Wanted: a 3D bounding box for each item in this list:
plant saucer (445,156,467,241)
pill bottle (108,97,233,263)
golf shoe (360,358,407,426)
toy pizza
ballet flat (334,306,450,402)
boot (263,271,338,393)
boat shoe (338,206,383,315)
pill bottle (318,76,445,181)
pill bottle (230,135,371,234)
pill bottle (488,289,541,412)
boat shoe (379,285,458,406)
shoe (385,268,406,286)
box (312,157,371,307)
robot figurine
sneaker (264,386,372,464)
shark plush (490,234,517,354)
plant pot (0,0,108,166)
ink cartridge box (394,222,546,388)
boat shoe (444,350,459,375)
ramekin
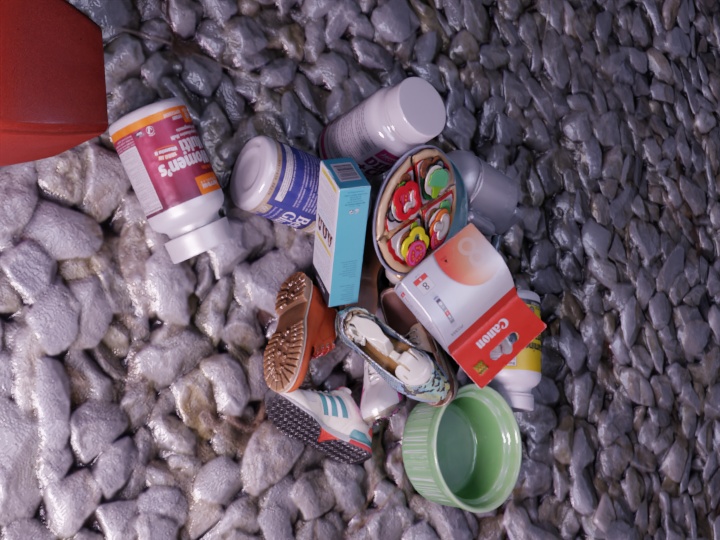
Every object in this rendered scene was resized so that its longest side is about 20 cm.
[{"bbox_3d":[0.099,-0.088,1.445,0.199,0.036,0.202,-13,107,-47],"label":"plant saucer"},{"bbox_3d":[-0.250,-0.119,1.219,0.109,0.109,0.202,-28,98,-39],"label":"pill bottle"},{"bbox_3d":[0.028,0.165,1.377,0.093,0.072,0.200,58,18,-10],"label":"golf shoe"},{"bbox_3d":[0.091,-0.087,1.366,0.199,0.032,0.202,-23,122,-43],"label":"toy pizza"},{"bbox_3d":[0.045,0.121,1.312,0.199,0.074,0.074,33,57,7],"label":"ballet flat"},{"bbox_3d":[-0.076,0.107,1.315,0.107,0.075,0.201,45,38,-32],"label":"boot"},{"bbox_3d":[0.000,0.000,1.426,0.070,0.070,0.202,17,68,-10],"label":"boat shoe"},{"bbox_3d":[0.033,-0.214,1.405,0.112,0.199,0.115,13,67,-34],"label":"pill bottle"},{"bbox_3d":[-0.084,-0.117,1.352,0.199,0.111,0.112,18,70,-35],"label":"pill bottle"},{"bbox_3d":[0.258,0.140,1.575,0.112,0.112,0.202,12,74,-37],"label":"pill bottle"},{"bbox_3d":[0.086,0.114,1.378,0.201,0.075,0.072,61,20,6],"label":"boat shoe"},{"bbox_3d":[0.091,0.057,1.470,0.053,0.070,0.200,-46,133,-2],"label":"shoe"},{"bbox_3d":[-0.029,-0.053,1.298,0.049,0.083,0.202,-8,129,-19],"label":"box"},{"bbox_3d":[0.195,-0.136,1.582,0.199,0.113,0.171,25,39,-33],"label":"robot figurine"},{"bbox_3d":[-0.058,0.206,1.344,0.199,0.070,0.094,36,43,-26],"label":"sneaker"},{"bbox_3d":[0.226,0.044,1.533,0.082,0.091,0.202,4,62,-1],"label":"shark plush"},{"bbox_3d":[-0.411,-0.225,1.069,0.175,0.198,0.203,2,80,-50],"label":"plant pot"},{"bbox_3d":[0.172,0.051,1.373,0.162,0.050,0.200,-38,79,-23],"label":"ink cartridge box"},{"bbox_3d":[0.149,0.080,1.450,0.071,0.068,0.202,22,87,6],"label":"boat shoe"},{"bbox_3d":[0.161,0.288,1.473,0.198,0.097,0.203,9,75,-37],"label":"ramekin"}]
